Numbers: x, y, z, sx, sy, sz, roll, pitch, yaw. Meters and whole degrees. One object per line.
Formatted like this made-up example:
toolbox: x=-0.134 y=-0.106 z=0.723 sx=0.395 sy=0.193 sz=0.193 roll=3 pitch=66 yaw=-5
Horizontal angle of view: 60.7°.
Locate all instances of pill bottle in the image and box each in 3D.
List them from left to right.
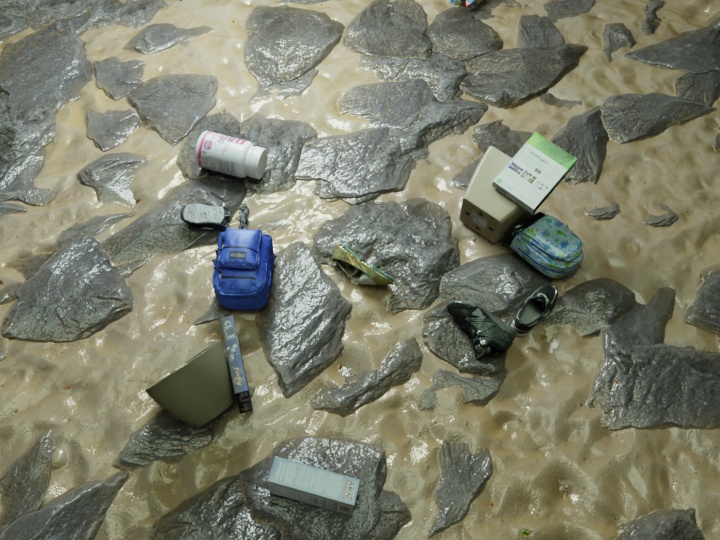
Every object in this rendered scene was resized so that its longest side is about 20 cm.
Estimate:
pill bottle: x=-0.394 y=-0.351 z=1.889 sx=0.199 sy=0.114 sz=0.114 roll=15 pitch=57 yaw=5

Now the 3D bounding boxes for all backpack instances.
backpack: x=-0.322 y=-0.004 z=1.644 sx=0.161 sy=0.168 sz=0.201 roll=0 pitch=61 yaw=4
backpack: x=0.544 y=-0.072 z=1.780 sx=0.163 sy=0.154 sz=0.201 roll=-27 pitch=76 yaw=-27

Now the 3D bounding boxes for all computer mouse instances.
computer mouse: x=-0.422 y=-0.127 z=1.789 sx=0.199 sy=0.046 sz=0.141 roll=-1 pitch=62 yaw=-11

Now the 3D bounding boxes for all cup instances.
cup: x=-0.384 y=0.283 z=1.459 sx=0.200 sy=0.200 sz=0.144 roll=-34 pitch=94 yaw=-23

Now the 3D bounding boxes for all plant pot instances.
plant pot: x=0.402 y=-0.205 z=1.822 sx=0.199 sy=0.200 sz=0.177 roll=37 pitch=73 yaw=18

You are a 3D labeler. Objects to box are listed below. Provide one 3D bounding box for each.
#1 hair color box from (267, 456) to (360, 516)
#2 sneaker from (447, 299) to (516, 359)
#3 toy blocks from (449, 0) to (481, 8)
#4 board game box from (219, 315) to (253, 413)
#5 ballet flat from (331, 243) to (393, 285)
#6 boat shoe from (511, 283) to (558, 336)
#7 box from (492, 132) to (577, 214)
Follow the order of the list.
hair color box: x=-0.105 y=0.487 z=1.385 sx=0.199 sy=0.099 sz=0.061 roll=15 pitch=57 yaw=5
sneaker: x=0.308 y=0.159 z=1.640 sx=0.199 sy=0.076 sz=0.114 roll=34 pitch=55 yaw=10
toy blocks: x=0.414 y=-1.119 z=2.464 sx=0.200 sy=0.100 sz=0.137 roll=38 pitch=74 yaw=18
board game box: x=-0.304 y=0.232 z=1.511 sx=0.034 sy=0.136 sz=0.201 roll=-12 pitch=60 yaw=-12
ballet flat: x=0.000 y=0.000 z=1.731 sx=0.200 sy=0.071 sz=0.071 roll=35 pitch=61 yaw=16
boat shoe: x=0.489 y=0.099 z=1.701 sx=0.200 sy=0.060 sz=0.074 roll=-38 pitch=67 yaw=-25
box: x=0.486 y=-0.274 z=1.720 sx=0.144 sy=0.036 sz=0.200 roll=40 pitch=82 yaw=18
